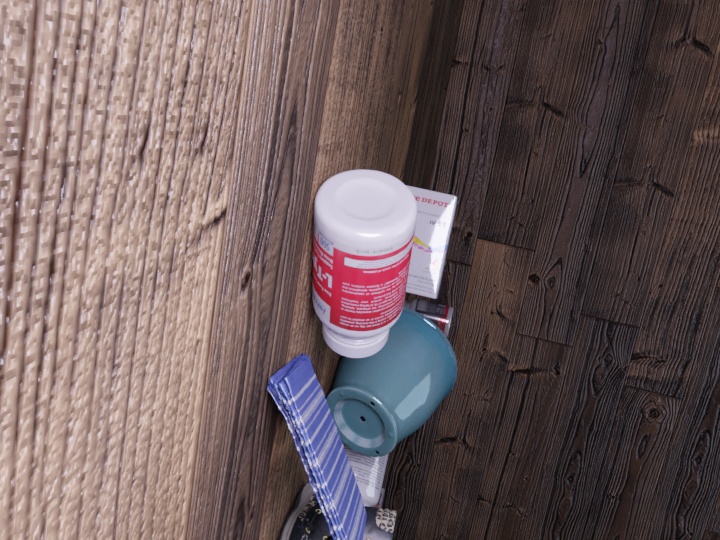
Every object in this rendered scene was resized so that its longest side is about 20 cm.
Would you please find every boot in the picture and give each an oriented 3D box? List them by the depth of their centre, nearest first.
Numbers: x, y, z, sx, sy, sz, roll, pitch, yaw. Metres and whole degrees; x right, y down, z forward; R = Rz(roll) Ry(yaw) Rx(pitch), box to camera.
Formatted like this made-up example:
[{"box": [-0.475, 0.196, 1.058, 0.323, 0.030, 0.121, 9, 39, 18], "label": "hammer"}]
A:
[{"box": [-0.032, 0.383, 0.965, 0.204, 0.150, 0.075, -61, 162, -68], "label": "boot"}]

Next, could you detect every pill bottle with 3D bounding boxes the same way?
[{"box": [0.000, 0.000, 0.779, 0.114, 0.109, 0.203, -70, 169, -46], "label": "pill bottle"}, {"box": [-0.010, 0.364, 1.274, 0.114, 0.110, 0.204, 86, 17, -65], "label": "pill bottle"}, {"box": [0.226, 0.164, 2.467, 0.111, 0.195, 0.114, 12, 90, -82], "label": "pill bottle"}]

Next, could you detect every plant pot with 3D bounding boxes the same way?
[{"box": [0.038, 0.196, 1.155, 0.188, 0.196, 0.204, -45, 150, -48], "label": "plant pot"}]

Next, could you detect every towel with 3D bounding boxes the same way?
[{"box": [-0.041, 0.194, 0.737, 0.145, 0.023, 0.205, -27, 96, -83], "label": "towel"}]

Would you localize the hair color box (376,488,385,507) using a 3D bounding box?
[{"box": [0.006, 0.728, 2.032, 0.202, 0.097, 0.062, -69, 168, -52], "label": "hair color box"}]

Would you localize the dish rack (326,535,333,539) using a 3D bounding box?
[{"box": [-0.071, 0.339, 0.684, 0.152, 0.055, 0.200, -36, 176, 7], "label": "dish rack"}]

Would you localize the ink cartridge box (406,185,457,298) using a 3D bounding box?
[{"box": [0.103, -0.059, 1.363, 0.085, 0.141, 0.206, 19, 83, -81], "label": "ink cartridge box"}]
